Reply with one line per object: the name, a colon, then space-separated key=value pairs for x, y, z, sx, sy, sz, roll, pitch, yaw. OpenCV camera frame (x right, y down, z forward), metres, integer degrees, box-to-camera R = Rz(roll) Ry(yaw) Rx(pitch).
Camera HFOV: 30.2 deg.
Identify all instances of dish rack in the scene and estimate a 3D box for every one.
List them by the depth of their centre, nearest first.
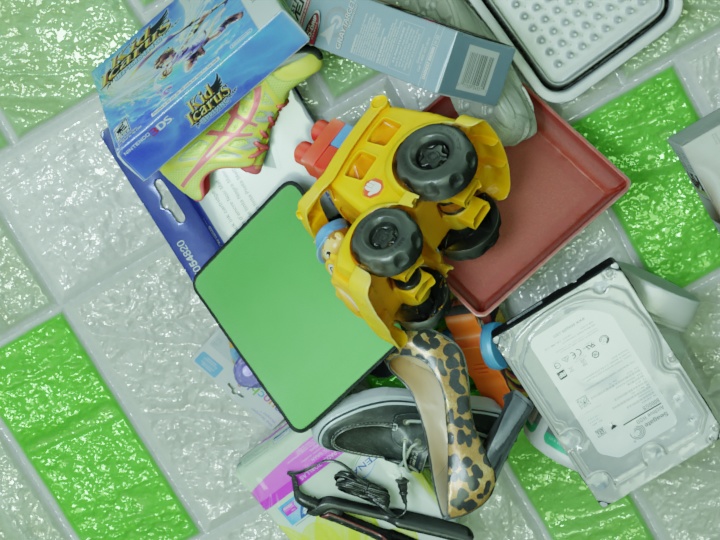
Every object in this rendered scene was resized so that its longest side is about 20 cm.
dish rack: x=0.196 y=-0.283 z=1.298 sx=0.172 sy=0.044 sz=0.200 roll=-36 pitch=98 yaw=6

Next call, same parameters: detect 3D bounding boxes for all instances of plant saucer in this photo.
plant saucer: x=0.121 y=-0.079 z=1.288 sx=0.200 sy=0.037 sz=0.200 roll=-41 pitch=70 yaw=-9

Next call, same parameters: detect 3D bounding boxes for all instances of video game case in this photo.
video game case: x=-0.157 y=-0.200 z=1.251 sx=0.200 sy=0.181 sz=0.045 roll=-39 pitch=125 yaw=7

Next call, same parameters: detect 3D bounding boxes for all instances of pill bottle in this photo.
pill bottle: x=0.253 y=0.100 z=1.335 sx=0.113 sy=0.113 sz=0.200 roll=24 pitch=101 yaw=-4

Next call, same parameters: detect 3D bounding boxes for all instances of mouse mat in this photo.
mouse mat: x=-0.063 y=0.035 z=1.283 sx=0.161 sy=0.008 sz=0.200 roll=-44 pitch=72 yaw=21

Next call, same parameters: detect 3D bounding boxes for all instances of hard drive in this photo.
hard drive: x=0.233 y=0.107 z=1.261 sx=0.140 sy=0.038 sz=0.200 roll=-32 pitch=98 yaw=8

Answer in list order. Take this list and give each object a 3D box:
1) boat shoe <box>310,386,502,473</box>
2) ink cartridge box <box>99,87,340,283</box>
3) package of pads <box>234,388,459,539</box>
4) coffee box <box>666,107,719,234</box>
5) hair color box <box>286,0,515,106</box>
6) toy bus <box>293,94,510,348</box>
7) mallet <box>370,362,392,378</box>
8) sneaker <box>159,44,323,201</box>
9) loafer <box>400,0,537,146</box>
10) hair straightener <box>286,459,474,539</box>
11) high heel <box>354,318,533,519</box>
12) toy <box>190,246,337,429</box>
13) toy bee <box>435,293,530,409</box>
boat shoe: x=0.054 y=0.161 z=1.301 sx=0.200 sy=0.071 sz=0.072 roll=-2 pitch=132 yaw=-15
ink cartridge box: x=-0.132 y=-0.105 z=1.338 sx=0.200 sy=0.041 sz=0.200 roll=-31 pitch=99 yaw=7
package of pads: x=-0.009 y=0.232 z=1.388 sx=0.154 sy=0.068 sz=0.200 roll=-37 pitch=99 yaw=9
coffee box: x=0.404 y=-0.069 z=1.316 sx=0.114 sy=0.080 sz=0.200 roll=-29 pitch=99 yaw=6
hair color box: x=0.032 y=-0.214 z=1.233 sx=0.200 sy=0.099 sz=0.061 roll=27 pitch=105 yaw=35
toy bus: x=0.011 y=-0.058 z=1.209 sx=0.192 sy=0.136 sz=0.200 roll=24 pitch=71 yaw=28
mallet: x=-0.044 y=0.048 z=1.371 sx=0.200 sy=0.066 sz=0.041 roll=22 pitch=129 yaw=12
sneaker: x=-0.109 y=-0.141 z=1.277 sx=0.200 sy=0.078 sz=0.090 roll=-34 pitch=98 yaw=16
loafer: x=0.104 y=-0.204 z=1.288 sx=0.070 sy=0.070 sz=0.200 roll=-40 pitch=69 yaw=38
hair straightener: x=0.022 y=0.232 z=1.337 sx=0.200 sy=0.041 sz=0.077 roll=23 pitch=101 yaw=1
high heel: x=0.052 y=0.132 z=1.247 sx=0.200 sy=0.071 sz=0.143 roll=33 pitch=63 yaw=1
toy: x=-0.083 y=0.080 z=1.332 sx=0.115 sy=0.047 sz=0.200 roll=42 pitch=121 yaw=-4
toy bee: x=0.124 y=0.051 z=1.331 sx=0.131 sy=0.109 sz=0.200 roll=6 pitch=143 yaw=18
